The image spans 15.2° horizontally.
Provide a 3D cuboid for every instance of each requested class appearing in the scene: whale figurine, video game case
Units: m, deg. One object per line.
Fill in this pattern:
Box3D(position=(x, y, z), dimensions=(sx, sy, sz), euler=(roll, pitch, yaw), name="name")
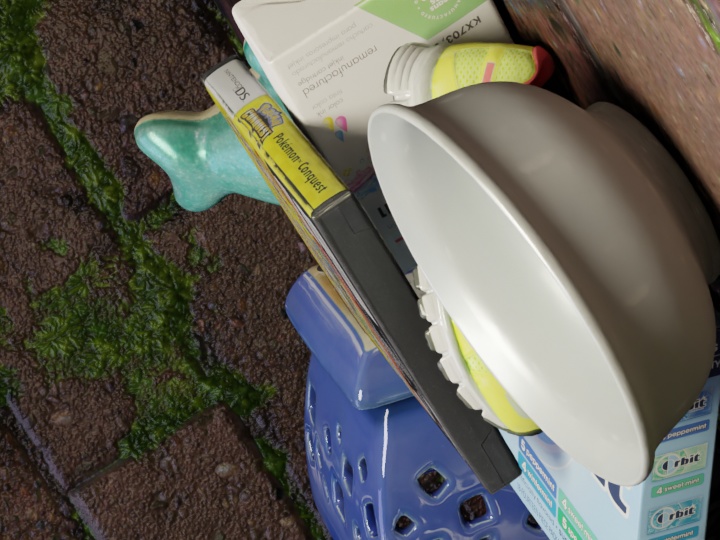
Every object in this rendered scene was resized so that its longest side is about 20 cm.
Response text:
Box3D(position=(-0.026, -0.070, 1.512), dimensions=(0.159, 0.200, 0.104), euler=(59, -158, -46), name="whale figurine")
Box3D(position=(0.000, 0.000, 1.390), dimensions=(0.200, 0.025, 0.181), euler=(57, 176, -33), name="video game case")

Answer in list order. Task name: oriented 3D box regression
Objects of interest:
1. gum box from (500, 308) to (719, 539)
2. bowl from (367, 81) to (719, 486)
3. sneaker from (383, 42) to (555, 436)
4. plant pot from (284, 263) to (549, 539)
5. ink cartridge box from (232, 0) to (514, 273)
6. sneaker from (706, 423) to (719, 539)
Box3D(position=(0.124, 0.065, 1.390), dimensions=(0.170, 0.044, 0.200), euler=(-125, 27, -49), name="gum box")
Box3D(position=(0.096, -0.011, 1.195), dimensions=(0.201, 0.090, 0.201), euler=(52, 167, 17), name="bowl")
Box3D(position=(0.074, -0.018, 1.307), dimensions=(0.078, 0.090, 0.200), euler=(-31, -71, -68), name="sneaker")
Box3D(position=(0.068, 0.078, 1.653), dimensions=(0.200, 0.200, 0.180), euler=(-129, 24, -65), name="plant pot")
Box3D(position=(0.032, -0.080, 1.399), dimensions=(0.200, 0.117, 0.067), euler=(58, 178, -38), name="ink cartridge box")
Box3D(position=(0.212, 0.171, 1.450), dimensions=(0.146, 0.077, 0.202), euler=(47, 166, 55), name="sneaker")
